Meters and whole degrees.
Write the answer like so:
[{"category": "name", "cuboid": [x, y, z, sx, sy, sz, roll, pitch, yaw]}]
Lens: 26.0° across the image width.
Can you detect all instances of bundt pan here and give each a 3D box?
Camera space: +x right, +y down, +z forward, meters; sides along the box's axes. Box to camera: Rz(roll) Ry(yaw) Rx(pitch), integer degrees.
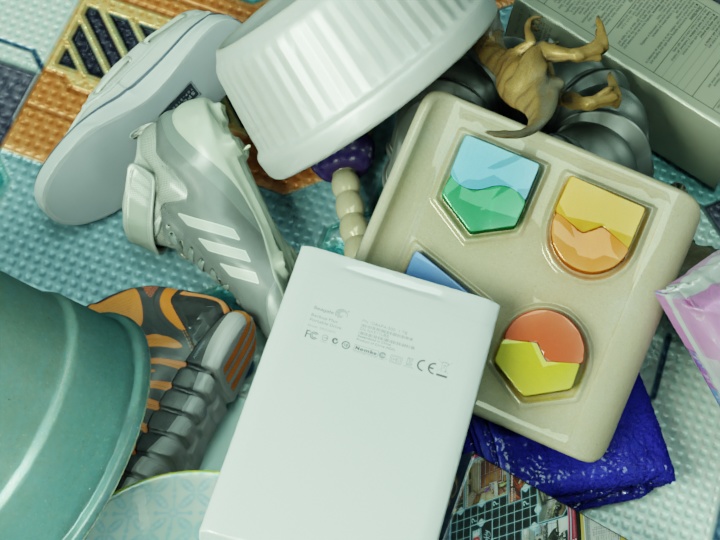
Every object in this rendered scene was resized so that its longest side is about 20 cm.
[{"category": "bundt pan", "cuboid": [0.114, -0.095, 1.103, 0.200, 0.076, 0.203, -1, 45, 1]}]

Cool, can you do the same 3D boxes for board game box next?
[{"category": "board game box", "cuboid": [0.082, 0.230, 0.939, 0.135, 0.035, 0.201, 31, 64, -16]}]

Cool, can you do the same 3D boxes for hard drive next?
[{"category": "hard drive", "cuboid": [-0.002, 0.088, 0.928, 0.131, 0.025, 0.201, 16, 58, 3]}]

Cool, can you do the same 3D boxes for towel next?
[{"category": "towel", "cuboid": [0.119, 0.066, 1.059, 0.146, 0.050, 0.201, -11, 63, -11]}]

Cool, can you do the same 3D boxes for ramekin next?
[{"category": "ramekin", "cuboid": [-0.011, -0.161, 1.073, 0.202, 0.202, 0.095, -43, 105, -24]}]

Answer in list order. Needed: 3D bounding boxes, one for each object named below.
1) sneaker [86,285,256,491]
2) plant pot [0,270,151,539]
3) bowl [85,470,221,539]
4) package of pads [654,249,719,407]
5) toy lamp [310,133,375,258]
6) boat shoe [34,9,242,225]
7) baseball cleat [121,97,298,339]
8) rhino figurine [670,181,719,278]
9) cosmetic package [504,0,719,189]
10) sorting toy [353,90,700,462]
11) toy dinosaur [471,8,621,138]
[{"category": "sneaker", "cuboid": [-0.156, 0.097, 1.008, 0.111, 0.078, 0.201, 19, 60, 17]}, {"category": "plant pot", "cuboid": [-0.257, 0.065, 0.889, 0.196, 0.199, 0.202, 36, 55, -30]}, {"category": "bowl", "cuboid": [-0.096, 0.230, 0.912, 0.198, 0.108, 0.202, 2, 61, -4]}, {"category": "package of pads", "cuboid": [0.289, 0.062, 1.003, 0.120, 0.076, 0.201, -35, 105, -7]}, {"category": "toy lamp", "cuboid": [0.000, 0.000, 1.081, 0.058, 0.058, 0.202, -5, 59, -9]}, {"category": "boat shoe", "cuboid": [-0.164, -0.113, 1.124, 0.200, 0.074, 0.065, -43, 43, -20]}, {"category": "baseball cleat", "cuboid": [-0.099, -0.015, 1.074, 0.106, 0.070, 0.201, -25, 78, 9]}, {"category": "rhino figurine", "cuboid": [0.249, 0.008, 1.099, 0.087, 0.060, 0.201, -31, 65, -11]}, {"category": "cosmetic package", "cuboid": [0.218, -0.165, 1.183, 0.199, 0.073, 0.104, 36, 63, 13]}, {"category": "sorting toy", "cuboid": [0.099, 0.002, 1.004, 0.198, 0.036, 0.187, 23, 86, 3]}, {"category": "toy dinosaur", "cuboid": [0.120, -0.120, 1.037, 0.105, 0.061, 0.200, -14, 29, 0]}]
